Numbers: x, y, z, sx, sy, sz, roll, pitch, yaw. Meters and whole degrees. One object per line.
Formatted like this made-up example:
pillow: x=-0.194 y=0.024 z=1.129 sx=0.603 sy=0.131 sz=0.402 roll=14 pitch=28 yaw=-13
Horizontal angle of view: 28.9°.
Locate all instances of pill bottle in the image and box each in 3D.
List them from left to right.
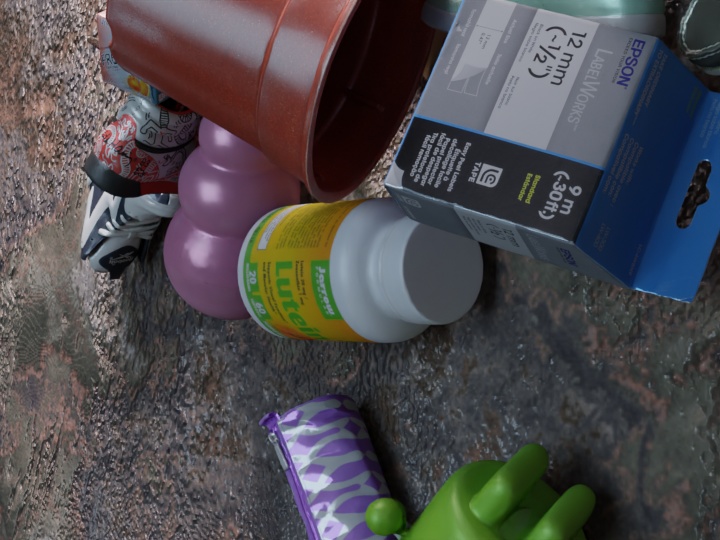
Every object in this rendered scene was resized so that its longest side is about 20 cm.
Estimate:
pill bottle: x=0.000 y=0.000 z=1.098 sx=0.199 sy=0.110 sz=0.112 roll=-2 pitch=87 yaw=52

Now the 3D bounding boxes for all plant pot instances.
plant pot: x=-0.070 y=-0.181 z=1.038 sx=0.194 sy=0.200 sz=0.203 roll=25 pitch=110 yaw=18

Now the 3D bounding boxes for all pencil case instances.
pencil case: x=-0.015 y=0.196 z=1.130 sx=0.084 sy=0.085 sz=0.201 roll=-50 pitch=52 yaw=40

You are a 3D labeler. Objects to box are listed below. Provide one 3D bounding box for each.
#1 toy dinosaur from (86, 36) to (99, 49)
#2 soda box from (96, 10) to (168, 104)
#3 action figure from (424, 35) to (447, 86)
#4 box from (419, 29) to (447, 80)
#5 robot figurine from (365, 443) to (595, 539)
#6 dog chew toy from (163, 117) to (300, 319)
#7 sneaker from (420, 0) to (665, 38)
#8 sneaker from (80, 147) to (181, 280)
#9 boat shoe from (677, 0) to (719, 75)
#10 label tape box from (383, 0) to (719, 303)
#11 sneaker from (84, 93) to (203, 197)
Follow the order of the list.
toy dinosaur: x=-0.180 y=-0.207 z=1.316 sx=0.086 sy=0.200 sz=0.135 roll=51 pitch=136 yaw=3
soda box: x=-0.133 y=-0.216 z=1.201 sx=0.068 sy=0.200 sz=0.064 roll=24 pitch=132 yaw=27
action figure: x=0.118 y=-0.100 z=1.002 sx=0.201 sy=0.098 sz=0.066 roll=-107 pitch=34 yaw=-58
box: x=0.058 y=-0.274 z=1.111 sx=0.164 sy=0.021 sz=0.201 roll=48 pitch=124 yaw=42
robot figurine: x=0.081 y=0.215 z=0.977 sx=0.175 sy=0.116 sz=0.201 roll=41 pitch=123 yaw=11
dog chew toy: x=-0.106 y=-0.059 z=1.211 sx=0.124 sy=0.124 sz=0.202 roll=43 pitch=134 yaw=44
sneaker: x=0.127 y=-0.220 z=0.975 sx=0.199 sy=0.073 sz=0.120 roll=8 pitch=101 yaw=42
sneaker: x=-0.231 y=-0.046 z=1.428 sx=0.198 sy=0.079 sz=0.131 roll=23 pitch=108 yaw=51
boat shoe: x=0.252 y=-0.196 z=0.825 sx=0.202 sy=0.060 sz=0.073 roll=-49 pitch=51 yaw=39
label tape box: x=0.133 y=-0.079 z=0.872 sx=0.198 sy=0.066 sz=0.144 roll=18 pitch=77 yaw=27
sneaker: x=-0.152 y=-0.126 z=1.253 sx=0.067 sy=0.201 sz=0.108 roll=45 pitch=117 yaw=16
